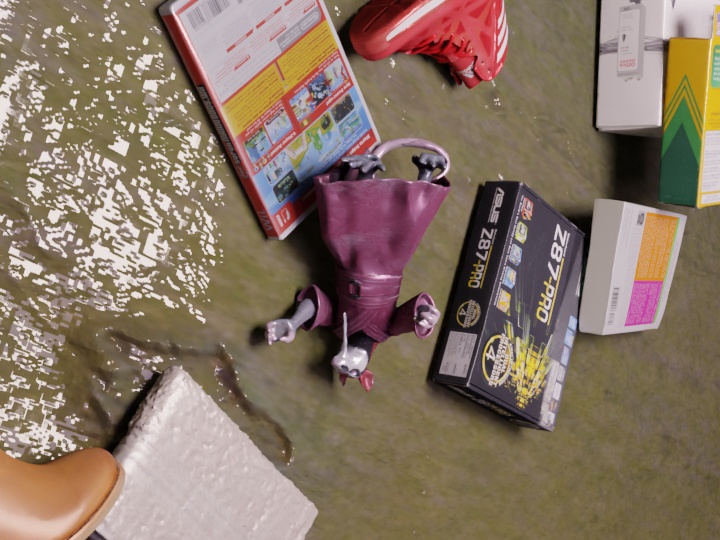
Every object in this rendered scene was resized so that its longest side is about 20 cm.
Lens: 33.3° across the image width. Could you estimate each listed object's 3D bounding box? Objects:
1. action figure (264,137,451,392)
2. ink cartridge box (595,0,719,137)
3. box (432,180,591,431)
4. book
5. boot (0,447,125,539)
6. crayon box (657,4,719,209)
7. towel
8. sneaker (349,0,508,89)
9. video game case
[{"bbox_3d":[0.000,0.000,0.977,0.149,0.132,0.202,-81,180,-68],"label":"action figure"},{"bbox_3d":[0.328,-0.249,1.304,0.146,0.082,0.203,-2,95,-47],"label":"ink cartridge box"},{"bbox_3d":[0.152,0.037,1.162,0.161,0.049,0.202,32,69,-48],"label":"box"},{"bbox_3d":[0.288,-0.002,1.276,0.199,0.048,0.135,3,96,-61],"label":"book"},{"bbox_3d":[-0.239,0.112,0.727,0.199,0.073,0.156,-31,111,-45],"label":"boot"},{"bbox_3d":[0.368,-0.171,1.256,0.125,0.051,0.203,-9,105,-46],"label":"crayon box"},{"bbox_3d":[-0.117,0.179,0.892,0.201,0.034,0.133,53,55,-34],"label":"towel"},{"bbox_3d":[0.075,-0.198,1.039,0.200,0.078,0.117,-41,120,-36],"label":"sneaker"},{"bbox_3d":[-0.063,-0.147,0.935,0.143,0.017,0.201,-46,124,-35],"label":"video game case"}]
